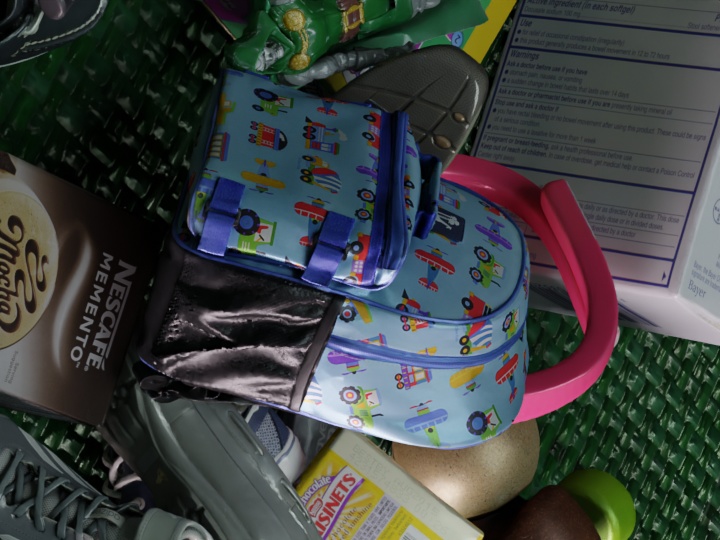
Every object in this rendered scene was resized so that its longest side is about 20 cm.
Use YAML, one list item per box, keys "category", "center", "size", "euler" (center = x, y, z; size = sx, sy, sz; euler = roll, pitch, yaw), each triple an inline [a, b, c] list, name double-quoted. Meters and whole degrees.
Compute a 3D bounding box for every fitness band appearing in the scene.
- category: "fitness band"
  center: [0.068, 0.007, 1.661]
  size: [0.143, 0.200, 0.037]
  euler: [-11, 139, -12]

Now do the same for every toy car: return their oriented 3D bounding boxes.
- category: "toy car"
  center: [0.048, 0.113, 1.701]
  size: [0.164, 0.158, 0.200]
  euler: [-37, 110, -51]

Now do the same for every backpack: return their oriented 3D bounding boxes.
- category: "backpack"
  center: [0.000, 0.000, 1.479]
  size: [0.183, 0.200, 0.135]
  euler: [-75, -177, -59]

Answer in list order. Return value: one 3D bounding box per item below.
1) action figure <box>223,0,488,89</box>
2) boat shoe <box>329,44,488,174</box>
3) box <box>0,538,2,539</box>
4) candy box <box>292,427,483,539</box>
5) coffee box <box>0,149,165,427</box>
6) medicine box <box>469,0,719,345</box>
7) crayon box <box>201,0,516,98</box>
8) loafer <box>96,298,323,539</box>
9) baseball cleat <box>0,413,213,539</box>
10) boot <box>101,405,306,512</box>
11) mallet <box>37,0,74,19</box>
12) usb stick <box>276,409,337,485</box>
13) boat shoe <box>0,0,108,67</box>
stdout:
- category: "action figure"
  center: [0.004, -0.149, 1.569]
  size: [0.200, 0.055, 0.118]
  euler: [-31, 124, -33]
- category: "boat shoe"
  center: [-0.002, -0.058, 1.599]
  size: [0.074, 0.200, 0.073]
  euler: [46, 28, -3]
- category: "box"
  center: [-0.221, 0.190, 1.420]
  size: [0.122, 0.106, 0.200]
  euler: [-58, 135, -22]
- category: "candy box"
  center: [-0.030, 0.194, 1.588]
  size: [0.102, 0.026, 0.200]
  euler: [39, 79, -6]
- category: "coffee box"
  center: [-0.202, -0.005, 1.423]
  size: [0.200, 0.080, 0.113]
  euler: [26, 77, -48]
- category: "medicine box"
  center: [0.172, -0.072, 1.762]
  size: [0.103, 0.182, 0.200]
  euler: [29, 76, -48]
- category: "crayon box"
  center: [0.003, -0.179, 1.640]
  size: [0.200, 0.058, 0.173]
  euler: [48, 65, -42]
- category: "loafer"
  center: [-0.091, 0.081, 1.522]
  size: [0.070, 0.070, 0.200]
  euler: [-26, 81, -38]
- category: "baseball cleat"
  center: [-0.140, 0.124, 1.460]
  size: [0.200, 0.106, 0.070]
  euler: [38, 55, -22]
- category: "boot"
  center: [-0.121, 0.131, 1.567]
  size: [0.200, 0.073, 0.090]
  euler: [-48, 111, -31]
- category: "mallet"
  center: [-0.112, -0.179, 1.492]
  size: [0.200, 0.041, 0.066]
  euler: [-62, 143, -42]
- category: "usb stick"
  center: [-0.031, 0.111, 1.681]
  size: [0.055, 0.033, 0.200]
  euler: [11, 90, -43]
- category: "boat shoe"
  center: [-0.192, -0.133, 1.424]
  size: [0.200, 0.060, 0.076]
  euler: [-11, 105, -47]
